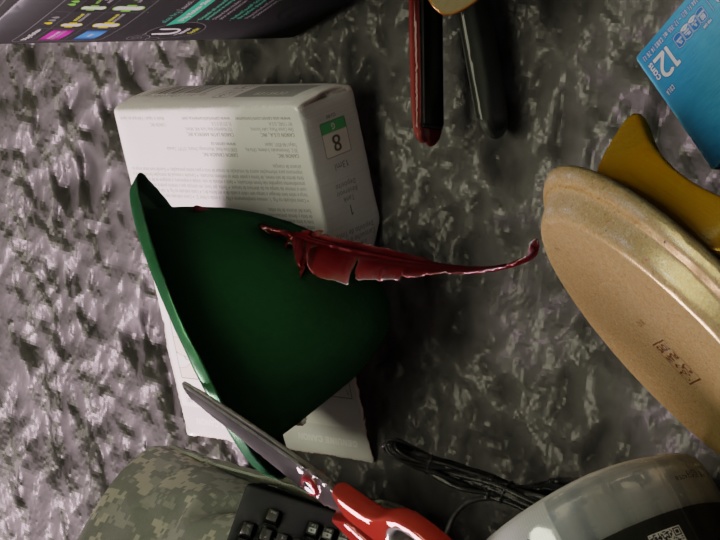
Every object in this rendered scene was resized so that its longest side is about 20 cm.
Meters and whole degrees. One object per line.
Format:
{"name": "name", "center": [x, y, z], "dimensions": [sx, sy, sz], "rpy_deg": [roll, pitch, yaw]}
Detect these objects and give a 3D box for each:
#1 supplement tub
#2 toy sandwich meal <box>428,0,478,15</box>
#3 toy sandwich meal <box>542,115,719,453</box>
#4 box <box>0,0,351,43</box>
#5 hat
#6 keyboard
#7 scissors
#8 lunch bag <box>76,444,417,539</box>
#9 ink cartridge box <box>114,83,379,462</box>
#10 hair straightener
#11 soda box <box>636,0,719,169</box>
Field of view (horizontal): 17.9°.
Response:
{"name": "supplement tub", "center": [0.138, 0.191, 0.993], "dimensions": [0.123, 0.122, 0.200], "rpy_deg": [-45, 61, 38]}
{"name": "toy sandwich meal", "center": [0.003, -0.217, 1.081], "dimensions": [0.205, 0.070, 0.206], "rpy_deg": [0, 92, 12]}
{"name": "toy sandwich meal", "center": [0.161, 0.017, 0.955], "dimensions": [0.070, 0.205, 0.205], "rpy_deg": [-43, 52, -9]}
{"name": "box", "center": [-0.099, -0.202, 1.160], "dimensions": [0.124, 0.200, 0.149], "rpy_deg": [-24, 74, 55]}
{"name": "hat", "center": [0.000, 0.000, 1.148], "dimensions": [0.176, 0.166, 0.200], "rpy_deg": [-27, 50, 5]}
{"name": "keyboard", "center": [0.035, 0.142, 1.099], "dimensions": [0.200, 0.021, 0.127], "rpy_deg": [17, 72, 11]}
{"name": "scissors", "center": [-0.011, 0.098, 1.029], "dimensions": [0.200, 0.014, 0.073], "rpy_deg": [44, 150, 21]}
{"name": "lunch bag", "center": [-0.062, 0.186, 1.200], "dimensions": [0.200, 0.139, 0.168], "rpy_deg": [11, 83, 43]}
{"name": "ink cartridge box", "center": [-0.052, -0.002, 1.259], "dimensions": [0.161, 0.050, 0.200], "rpy_deg": [4, 113, 47]}
{"name": "hair straightener", "center": [0.062, -0.163, 1.131], "dimensions": [0.077, 0.041, 0.200], "rpy_deg": [-2, 85, 21]}
{"name": "soda box", "center": [0.208, -0.130, 0.947], "dimensions": [0.200, 0.064, 0.068], "rpy_deg": [-51, 58, 36]}
